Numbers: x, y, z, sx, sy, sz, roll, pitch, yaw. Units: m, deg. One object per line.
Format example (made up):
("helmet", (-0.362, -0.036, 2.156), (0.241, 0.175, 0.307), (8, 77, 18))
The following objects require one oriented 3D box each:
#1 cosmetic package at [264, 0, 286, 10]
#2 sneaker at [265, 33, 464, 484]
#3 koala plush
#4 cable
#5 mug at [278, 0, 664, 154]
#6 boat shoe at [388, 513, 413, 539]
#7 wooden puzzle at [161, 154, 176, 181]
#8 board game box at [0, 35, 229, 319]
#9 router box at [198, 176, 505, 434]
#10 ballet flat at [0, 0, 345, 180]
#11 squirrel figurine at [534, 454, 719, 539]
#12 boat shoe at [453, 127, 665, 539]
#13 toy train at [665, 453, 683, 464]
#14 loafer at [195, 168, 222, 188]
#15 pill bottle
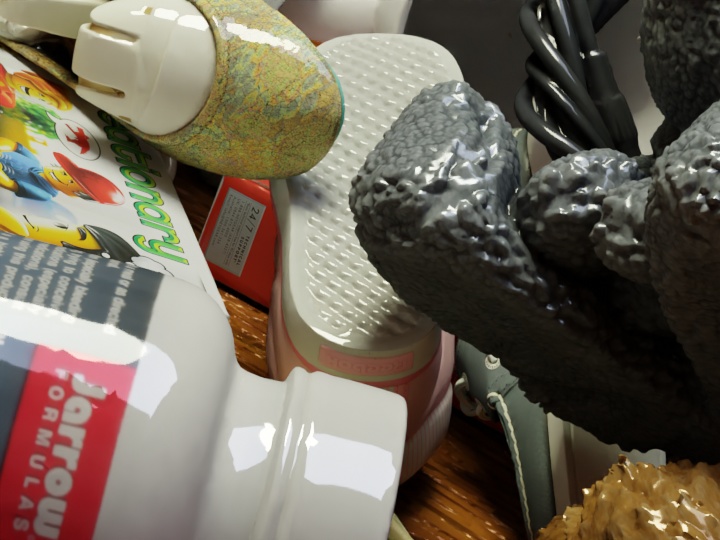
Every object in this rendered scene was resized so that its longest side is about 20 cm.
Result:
("cosmetic package", (-0.067, -0.170, 0.952), (0.107, 0.085, 0.200), (-1, 35, 31))
("sneaker", (0.000, 0.000, 0.824), (0.075, 0.105, 0.201), (4, 40, 0))
("koala plush", (0.131, -0.049, 0.730), (0.177, 0.201, 0.184), (-1, -34, 43))
("cable", (0.121, -0.074, 0.874), (0.163, 0.051, 0.201), (23, 57, -34))
("mug", (0.043, -0.129, 1.020), (0.199, 0.148, 0.175), (0, 23, -12))
("boat shoe", (-0.012, 0.083, 0.683), (0.073, 0.063, 0.201), (12, 23, -26))
("wooden puzzle", (-0.193, -0.079, 0.917), (0.185, 0.046, 0.200), (31, 22, 19))
("board game box", (-0.128, -0.037, 0.773), (0.126, 0.035, 0.200), (17, 23, -26))
("router box", (0.047, -0.004, 0.976), (0.179, 0.049, 0.200), (27, 21, 12))
("ballet flat", (-0.093, -0.089, 0.799), (0.200, 0.071, 0.070), (35, 24, 33))
("squirrel figurine", (0.145, 0.116, 0.672), (0.199, 0.142, 0.187), (30, 15, 12))
("boat shoe", (0.069, 0.035, 0.831), (0.073, 0.062, 0.201), (33, 45, -44))
("toy train", (0.195, 0.080, 0.880), (0.199, 0.087, 0.114), (30, 28, 19))
("loafer", (-0.070, -0.105, 1.072), (0.070, 0.070, 0.200), (9, 25, -31))
("pill bottle", (-0.094, 0.051, 0.572), (0.199, 0.120, 0.120), (14, 21, -4))
